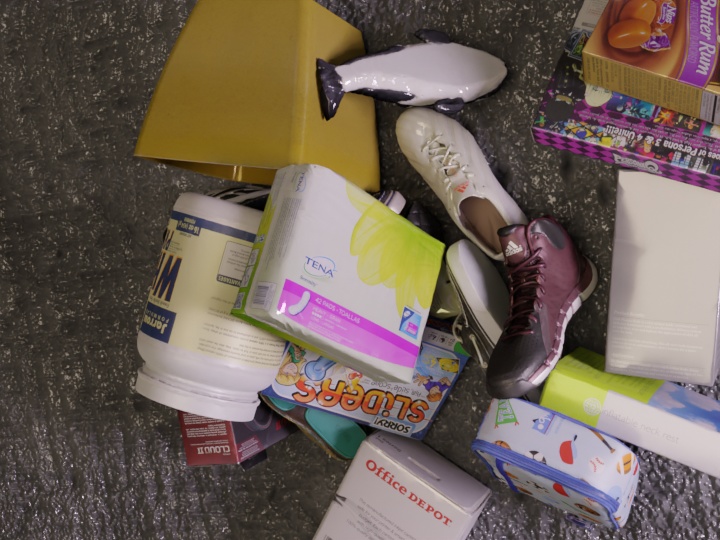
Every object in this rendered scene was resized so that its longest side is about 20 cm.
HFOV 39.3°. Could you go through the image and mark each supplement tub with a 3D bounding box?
[{"bbox_3d":[-0.138,0.035,1.001,0.144,0.145,0.201,16,90,23],"label":"supplement tub"}]

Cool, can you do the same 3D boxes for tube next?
[{"bbox_3d":[0.018,0.053,1.127,0.199,0.052,0.058,-28,123,22],"label":"tube"}]

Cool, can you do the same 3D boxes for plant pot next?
[{"bbox_3d":[-0.093,-0.186,1.071,0.199,0.200,0.178,8,90,25],"label":"plant pot"}]

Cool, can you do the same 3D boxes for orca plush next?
[{"bbox_3d":[0.049,-0.178,1.024,0.106,0.199,0.071,59,153,21],"label":"orca plush"}]

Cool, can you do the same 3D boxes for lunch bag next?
[{"bbox_3d":[0.189,0.190,0.987,0.159,0.200,0.076,19,74,21],"label":"lunch bag"}]

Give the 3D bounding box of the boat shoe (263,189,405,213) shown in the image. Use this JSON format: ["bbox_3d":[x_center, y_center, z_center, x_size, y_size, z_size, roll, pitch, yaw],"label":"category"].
[{"bbox_3d":[-0.052,-0.044,1.083,0.200,0.075,0.093,-37,105,23],"label":"boat shoe"}]

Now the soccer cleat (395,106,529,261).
[{"bbox_3d":[0.104,-0.093,1.042,0.069,0.077,0.200,-44,78,25],"label":"soccer cleat"}]

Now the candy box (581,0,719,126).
[{"bbox_3d":[0.307,-0.193,0.869,0.199,0.057,0.117,23,76,22],"label":"candy box"}]

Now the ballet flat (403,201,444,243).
[{"bbox_3d":[0.000,0.000,1.089,0.199,0.066,0.057,-35,93,6],"label":"ballet flat"}]

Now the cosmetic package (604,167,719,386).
[{"bbox_3d":[0.296,0.001,0.960,0.106,0.090,0.201,8,99,24],"label":"cosmetic package"}]

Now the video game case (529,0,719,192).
[{"bbox_3d":[0.280,-0.176,0.921,0.199,0.036,0.182,18,75,22],"label":"video game case"}]

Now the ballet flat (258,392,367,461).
[{"bbox_3d":[-0.069,0.139,1.135,0.070,0.071,0.200,-29,115,26],"label":"ballet flat"}]

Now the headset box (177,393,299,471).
[{"bbox_3d":[-0.143,0.126,1.157,0.075,0.148,0.201,-8,94,28],"label":"headset box"}]

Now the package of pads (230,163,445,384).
[{"bbox_3d":[-0.013,0.004,0.953,0.068,0.200,0.155,-1,67,46],"label":"package of pads"}]

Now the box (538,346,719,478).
[{"bbox_3d":[0.283,0.135,0.965,0.199,0.122,0.048,21,103,22],"label":"box"}]

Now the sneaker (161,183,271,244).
[{"bbox_3d":[-0.126,-0.071,1.164,0.199,0.089,0.074,-6,123,4],"label":"sneaker"}]

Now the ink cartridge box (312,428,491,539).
[{"bbox_3d":[0.037,0.295,1.132,0.146,0.084,0.201,33,110,17],"label":"ink cartridge box"}]

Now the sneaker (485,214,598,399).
[{"bbox_3d":[0.151,0.021,0.962,0.075,0.200,0.116,-13,120,42],"label":"sneaker"}]

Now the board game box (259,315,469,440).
[{"bbox_3d":[0.007,0.096,1.076,0.199,0.035,0.136,19,112,-21],"label":"board game box"}]

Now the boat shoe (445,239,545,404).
[{"bbox_3d":[0.129,0.064,1.036,0.063,0.071,0.201,-21,107,29],"label":"boat shoe"}]
